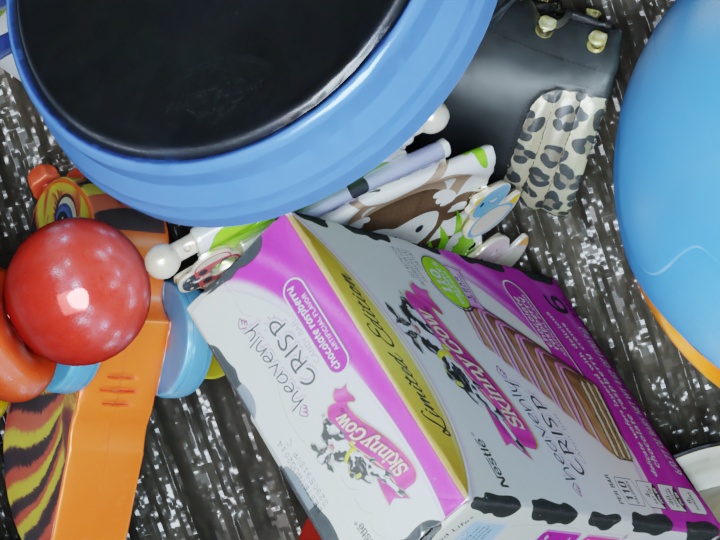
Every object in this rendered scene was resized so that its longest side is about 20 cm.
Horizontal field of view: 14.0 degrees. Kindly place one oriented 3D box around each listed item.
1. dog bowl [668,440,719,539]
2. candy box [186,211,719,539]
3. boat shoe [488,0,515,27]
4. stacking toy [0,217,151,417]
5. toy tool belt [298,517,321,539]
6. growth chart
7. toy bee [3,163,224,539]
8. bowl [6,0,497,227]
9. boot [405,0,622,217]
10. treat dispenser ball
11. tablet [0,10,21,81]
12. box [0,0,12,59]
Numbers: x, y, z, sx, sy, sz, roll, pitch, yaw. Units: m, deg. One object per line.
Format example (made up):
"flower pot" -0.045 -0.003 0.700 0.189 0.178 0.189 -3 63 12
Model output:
"dog bowl" 0.175 0.167 1.188 0.199 0.074 0.202 -1 88 31
"candy box" 0.040 0.058 1.117 0.061 0.200 0.137 -44 62 21
"boat shoe" 0.031 -0.114 1.104 0.074 0.066 0.200 37 85 31
"stacking toy" -0.165 0.040 1.097 0.199 0.085 0.086 -27 101 22
"toy tool belt" 0.013 0.188 1.250 0.122 0.125 0.201 3 114 -32
"growth chart" 0.000 0.000 1.148 0.144 0.200 0.018 -31 64 -4
"toy bee" -0.100 0.008 1.179 0.131 0.109 0.201 30 99 -39
"bowl" -0.043 -0.116 1.068 0.199 0.039 0.202 -12 63 25
"boot" 0.034 -0.125 1.170 0.153 0.074 0.205 14 111 0
"treat dispenser ball" 0.194 -0.036 1.108 0.199 0.201 0.202 2 106 6
"tablet" -0.111 -0.125 1.174 0.199 0.014 0.131 35 121 16
"box" -0.206 -0.150 1.130 0.048 0.122 0.200 -40 91 29
